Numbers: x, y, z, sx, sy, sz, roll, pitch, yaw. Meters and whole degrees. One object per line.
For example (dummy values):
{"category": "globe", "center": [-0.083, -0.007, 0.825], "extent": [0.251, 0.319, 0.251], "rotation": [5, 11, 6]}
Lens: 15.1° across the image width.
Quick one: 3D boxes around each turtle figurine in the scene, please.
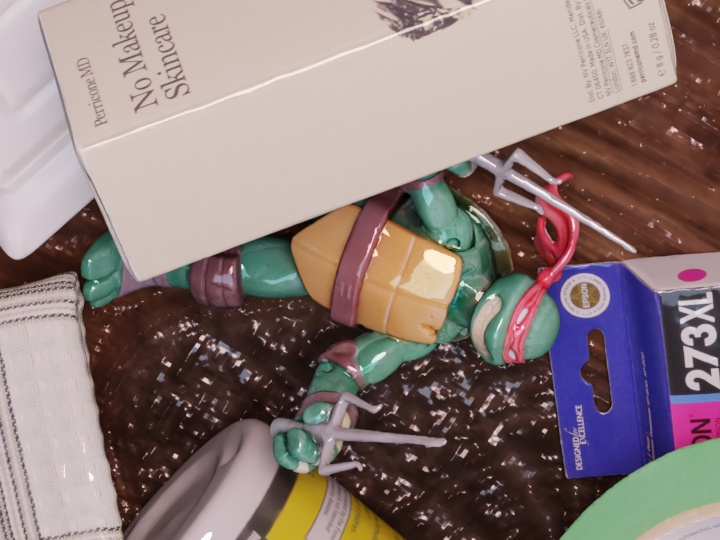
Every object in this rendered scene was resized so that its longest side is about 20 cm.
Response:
{"category": "turtle figurine", "center": [0.000, 0.000, 0.994], "extent": [0.200, 0.101, 0.150], "rotation": [21, 98, 17]}

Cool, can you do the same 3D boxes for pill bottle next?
{"category": "pill bottle", "center": [-0.002, 0.160, 1.061], "extent": [0.200, 0.111, 0.111], "rotation": [40, 114, -11]}

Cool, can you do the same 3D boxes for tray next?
{"category": "tray", "center": [-0.088, -0.104, 0.972], "extent": [0.200, 0.022, 0.107], "rotation": [-40, 75, 19]}

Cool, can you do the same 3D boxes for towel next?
{"category": "towel", "center": [-0.178, 0.115, 0.997], "extent": [0.192, 0.035, 0.200], "rotation": [-12, 80, 5]}

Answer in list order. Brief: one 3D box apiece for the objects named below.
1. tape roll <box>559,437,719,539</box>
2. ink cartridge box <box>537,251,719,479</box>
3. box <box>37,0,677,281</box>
{"category": "tape roll", "center": [0.138, 0.160, 0.962], "extent": [0.200, 0.201, 0.048], "rotation": [-37, 139, 21]}
{"category": "ink cartridge box", "center": [0.170, 0.038, 1.024], "extent": [0.200, 0.037, 0.095], "rotation": [-4, 115, 12]}
{"category": "box", "center": [-0.001, -0.076, 0.915], "extent": [0.200, 0.082, 0.068], "rotation": [-21, 136, -2]}
